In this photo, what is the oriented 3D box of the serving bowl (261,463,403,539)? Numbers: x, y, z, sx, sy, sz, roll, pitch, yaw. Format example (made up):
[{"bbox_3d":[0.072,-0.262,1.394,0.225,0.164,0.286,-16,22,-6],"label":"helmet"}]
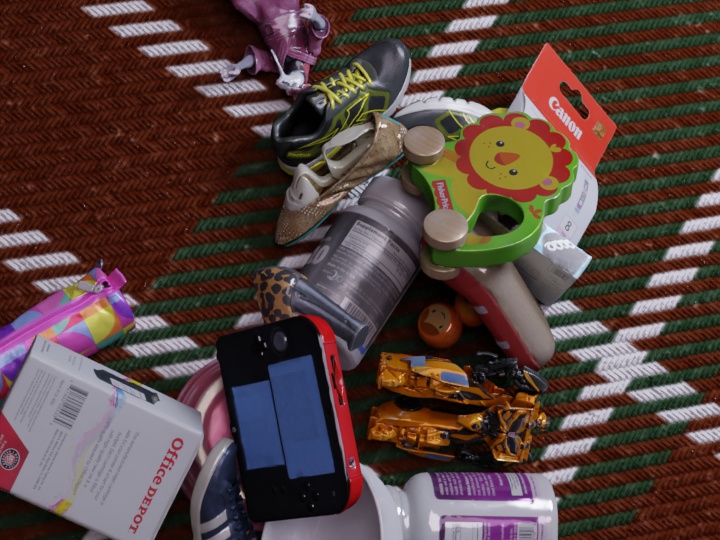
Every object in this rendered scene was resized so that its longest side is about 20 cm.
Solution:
[{"bbox_3d":[-0.020,0.295,1.605,0.065,0.199,0.203,17,68,-38],"label":"serving bowl"}]

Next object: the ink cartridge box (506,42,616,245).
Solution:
[{"bbox_3d":[0.230,-0.139,1.817,0.162,0.057,0.201,43,71,-31],"label":"ink cartridge box"}]

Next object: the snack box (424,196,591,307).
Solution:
[{"bbox_3d":[0.161,-0.044,1.782,0.199,0.116,0.037,36,71,2],"label":"snack box"}]

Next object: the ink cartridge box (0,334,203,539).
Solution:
[{"bbox_3d":[-0.281,0.181,1.619,0.198,0.083,0.147,27,97,-11],"label":"ink cartridge box"}]

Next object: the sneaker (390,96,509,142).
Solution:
[{"bbox_3d":[0.128,-0.150,1.831,0.197,0.075,0.086,3,73,-8],"label":"sneaker"}]

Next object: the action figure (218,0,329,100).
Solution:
[{"bbox_3d":[-0.099,-0.291,1.842,0.133,0.149,0.202,-17,95,16],"label":"action figure"}]

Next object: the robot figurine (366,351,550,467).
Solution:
[{"bbox_3d":[0.111,0.157,1.714,0.197,0.146,0.058,10,29,2],"label":"robot figurine"}]

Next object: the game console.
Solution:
[{"bbox_3d":[-0.077,0.154,1.597,0.031,0.176,0.202,-6,84,-47],"label":"game console"}]

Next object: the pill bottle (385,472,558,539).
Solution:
[{"bbox_3d":[0.106,0.275,1.680,0.197,0.112,0.114,2,73,-9],"label":"pill bottle"}]

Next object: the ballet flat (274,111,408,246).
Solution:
[{"bbox_3d":[-0.035,-0.110,1.759,0.200,0.071,0.065,-41,124,10],"label":"ballet flat"}]

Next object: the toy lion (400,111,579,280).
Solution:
[{"bbox_3d":[0.145,-0.090,1.670,0.189,0.069,0.201,-6,49,-6],"label":"toy lion"}]

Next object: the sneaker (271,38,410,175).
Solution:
[{"bbox_3d":[-0.021,-0.191,1.778,0.200,0.085,0.074,-46,70,0],"label":"sneaker"}]

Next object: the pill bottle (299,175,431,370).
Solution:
[{"bbox_3d":[0.000,0.000,1.744,0.113,0.114,0.201,33,71,2],"label":"pill bottle"}]

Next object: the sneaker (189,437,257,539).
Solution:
[{"bbox_3d":[-0.132,0.275,1.622,0.084,0.075,0.202,13,108,15],"label":"sneaker"}]

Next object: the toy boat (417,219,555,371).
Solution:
[{"bbox_3d":[0.121,0.040,1.733,0.130,0.131,0.201,-31,117,9],"label":"toy boat"}]

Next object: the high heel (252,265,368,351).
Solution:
[{"bbox_3d":[-0.085,0.101,1.656,0.142,0.071,0.201,34,111,21],"label":"high heel"}]

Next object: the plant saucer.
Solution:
[{"bbox_3d":[-0.112,0.182,1.705,0.198,0.051,0.203,3,74,-9],"label":"plant saucer"}]

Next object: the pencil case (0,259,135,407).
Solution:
[{"bbox_3d":[-0.339,0.071,1.684,0.199,0.088,0.089,-34,81,-16],"label":"pencil case"}]
